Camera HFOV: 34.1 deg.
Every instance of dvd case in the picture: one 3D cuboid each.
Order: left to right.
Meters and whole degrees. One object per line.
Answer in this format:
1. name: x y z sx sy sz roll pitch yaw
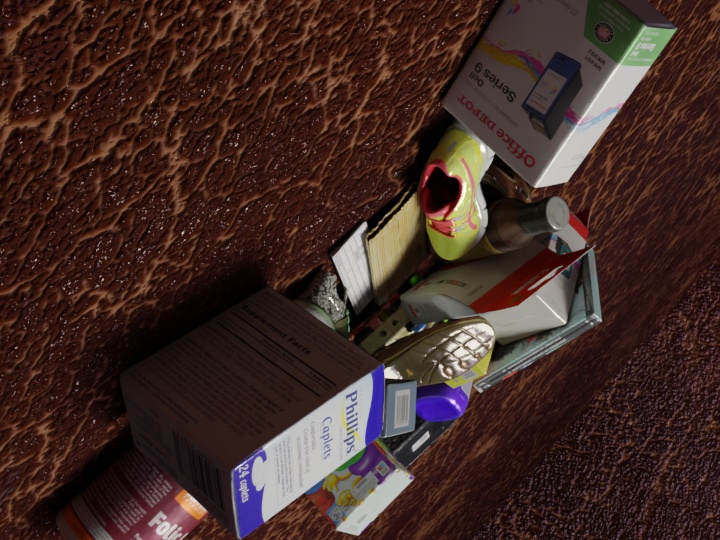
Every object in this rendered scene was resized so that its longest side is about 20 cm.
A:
1. dvd case: 0.230 0.063 1.558 0.199 0.022 0.147 -33 -151 29

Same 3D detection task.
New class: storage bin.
1. storage bin: 0.063 0.242 1.850 0.200 0.094 0.135 -41 159 -10

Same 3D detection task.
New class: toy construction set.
1. toy construction set: 0.050 0.089 1.542 0.201 0.092 0.131 -55 169 -8

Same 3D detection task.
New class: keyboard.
1. keyboard: 0.000 0.000 1.396 0.056 0.011 0.200 -42 159 -9

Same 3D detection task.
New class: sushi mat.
1. sushi mat: 0.045 -0.028 1.415 0.096 0.012 0.200 -48 161 -15

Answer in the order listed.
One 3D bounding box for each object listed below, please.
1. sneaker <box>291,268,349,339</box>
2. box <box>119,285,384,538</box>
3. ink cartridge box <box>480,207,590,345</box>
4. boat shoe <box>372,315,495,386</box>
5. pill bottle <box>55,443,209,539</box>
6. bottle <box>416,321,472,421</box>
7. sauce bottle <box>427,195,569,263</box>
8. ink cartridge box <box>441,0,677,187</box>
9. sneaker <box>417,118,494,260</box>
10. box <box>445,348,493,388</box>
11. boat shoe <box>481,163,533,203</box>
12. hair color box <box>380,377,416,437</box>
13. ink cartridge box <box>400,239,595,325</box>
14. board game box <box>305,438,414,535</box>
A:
1. sneaker: -0.032 0.064 1.374 0.089 0.076 0.200 -60 161 -18
2. box: -0.105 0.135 1.177 0.199 0.183 0.106 -31 136 -32
3. ink cartridge box: 0.230 -0.011 1.555 0.116 0.067 0.201 -24 -145 44
4. boat shoe: 0.069 0.104 1.439 0.199 0.068 0.072 -27 120 6
5. pill bottle: -0.221 0.240 1.276 0.200 0.114 0.114 -42 159 -7
6. bottle: 0.126 0.113 1.650 0.065 0.083 0.201 48 43 -35
7. sauce bottle: 0.165 -0.051 1.402 0.064 0.065 0.199 -27 -171 -39
8. ink cartridge box: 0.198 -0.207 1.195 0.087 0.145 0.201 -15 144 -52
9. sneaker: 0.095 -0.079 1.323 0.090 0.078 0.201 -46 152 -34
10. box: 0.157 0.059 1.594 0.075 0.050 0.201 -33 -153 47
11. boat shoe: 0.170 -0.101 1.469 0.200 0.071 0.069 46 59 -62
12. hair color box: -0.045 0.148 1.325 0.099 0.198 0.061 8 84 -68
13. ink cartridge box: 0.164 0.002 1.430 0.162 0.050 0.199 -33 -171 -34
14. board game box: -0.044 0.211 1.433 0.103 0.200 0.105 -45 159 0
